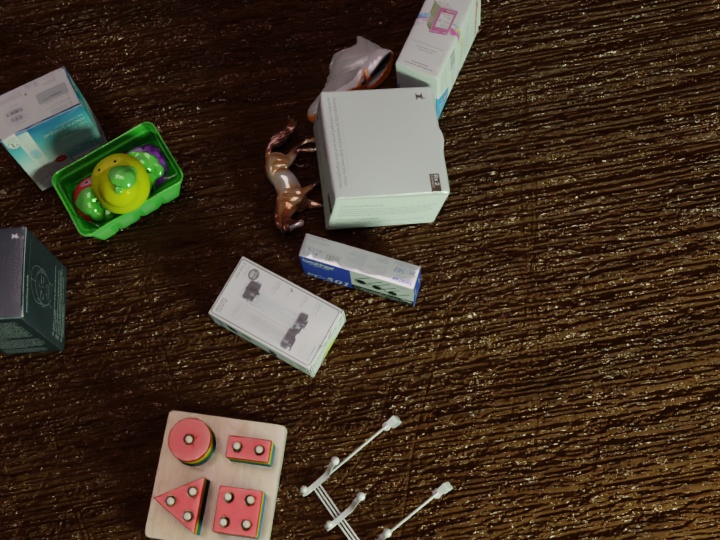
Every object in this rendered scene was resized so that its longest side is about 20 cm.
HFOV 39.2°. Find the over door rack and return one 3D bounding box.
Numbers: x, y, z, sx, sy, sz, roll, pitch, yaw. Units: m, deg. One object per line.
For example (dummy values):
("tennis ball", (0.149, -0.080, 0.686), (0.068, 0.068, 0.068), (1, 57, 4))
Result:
("over door rack", (0.023, 0.337, 1.572), (0.199, 0.067, 0.148), (-36, 74, -9))

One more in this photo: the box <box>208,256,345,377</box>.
("box", (-0.136, 0.077, 1.672), (0.198, 0.060, 0.118), (26, 74, 12))

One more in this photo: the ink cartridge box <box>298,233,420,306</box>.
("ink cartridge box", (0.000, 0.000, 1.673), (0.197, 0.094, 0.045), (17, 72, 9))

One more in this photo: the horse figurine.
("horse figurine", (-0.115, -0.164, 1.759), (0.131, 0.050, 0.202), (-21, 74, -11))

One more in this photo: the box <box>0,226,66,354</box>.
("box", (-0.558, 0.037, 1.633), (0.105, 0.200, 0.151), (-4, 70, 1))

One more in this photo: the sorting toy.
("sorting toy", (-0.230, 0.328, 1.587), (0.196, 0.070, 0.203), (7, 72, 5))

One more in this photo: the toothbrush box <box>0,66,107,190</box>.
("toothbrush box", (-0.526, -0.238, 1.725), (0.145, 0.200, 0.086), (-26, 73, -7))

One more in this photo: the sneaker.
("sneaker", (-0.034, -0.339, 1.809), (0.092, 0.076, 0.200), (38, 69, 22))

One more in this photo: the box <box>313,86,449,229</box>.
("box", (0.031, -0.188, 1.699), (0.197, 0.131, 0.202), (-4, 70, -11))

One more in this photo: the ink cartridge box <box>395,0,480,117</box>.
("ink cartridge box", (0.138, -0.395, 1.772), (0.084, 0.145, 0.202), (22, 74, 12))

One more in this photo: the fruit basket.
("fruit basket", (-0.406, -0.152, 1.690), (0.214, 0.216, 0.156), (-31, 72, -8))
